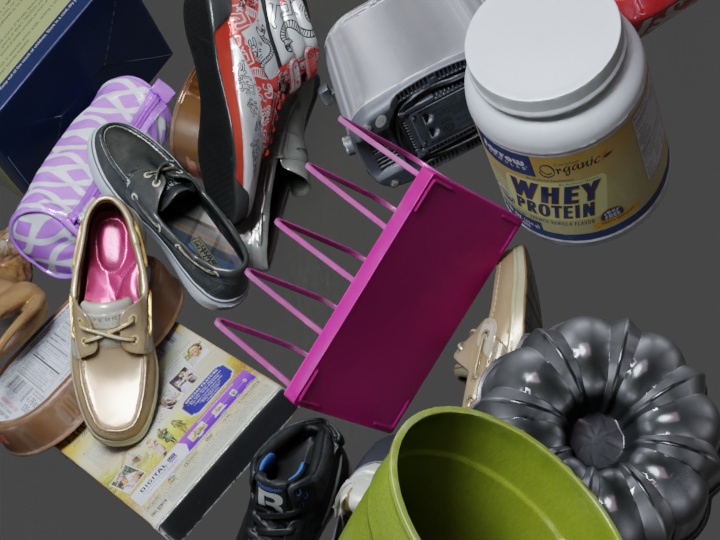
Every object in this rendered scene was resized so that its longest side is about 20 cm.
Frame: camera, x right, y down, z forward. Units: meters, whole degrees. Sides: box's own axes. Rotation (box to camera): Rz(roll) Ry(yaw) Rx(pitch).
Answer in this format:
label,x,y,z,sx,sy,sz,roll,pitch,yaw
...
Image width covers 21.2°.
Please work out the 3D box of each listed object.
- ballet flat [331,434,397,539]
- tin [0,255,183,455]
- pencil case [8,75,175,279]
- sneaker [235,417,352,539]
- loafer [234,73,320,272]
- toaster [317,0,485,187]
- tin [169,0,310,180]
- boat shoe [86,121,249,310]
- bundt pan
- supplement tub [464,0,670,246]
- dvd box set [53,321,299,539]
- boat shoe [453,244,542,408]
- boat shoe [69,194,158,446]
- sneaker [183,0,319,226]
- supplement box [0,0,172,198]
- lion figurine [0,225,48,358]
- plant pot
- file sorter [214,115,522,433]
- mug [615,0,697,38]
label,x,y,z,sx,sy,sz,roll,pitch,yaw
ballet flat,0.006,0.205,1.453,0.072,0.073,0.201,5,61,21
tin,-0.232,0.068,1.606,0.200,0.042,0.112,-47,36,-12
pencil case,-0.232,-0.084,1.674,0.085,0.084,0.201,-39,20,45
sneaker,-0.073,0.200,1.451,0.073,0.112,0.201,17,66,18
loafer,-0.071,-0.087,1.664,0.069,0.070,0.201,15,71,18
toaster,0.063,-0.174,1.641,0.199,0.114,0.130,-27,52,3
tin,-0.103,-0.168,1.696,0.042,0.112,0.201,21,68,18
boat shoe,-0.154,-0.056,1.592,0.068,0.057,0.200,-31,71,-29
bundt pan,0.173,0.121,1.403,0.200,0.076,0.204,0,70,0
supplement tub,0.163,-0.126,1.522,0.143,0.200,0.145,-9,57,14
dvd box set,-0.151,0.123,1.533,0.146,0.029,0.200,-48,35,-13
boat shoe,0.103,0.071,1.500,0.064,0.071,0.201,-2,60,17
boat shoe,-0.200,0.036,1.520,0.073,0.069,0.202,-6,73,0
sneaker,-0.081,-0.143,1.613,0.067,0.107,0.203,-7,91,57
supplement box,-0.323,-0.202,1.776,0.199,0.135,0.200,27,71,30
lion figurine,-0.307,0.029,1.641,0.122,0.073,0.200,-40,35,-15
plant pot,0.052,0.232,1.302,0.193,0.199,0.201,-51,48,31
file sorter,0.000,0.000,1.502,0.125,0.139,0.201,36,98,36
mug,0.247,-0.253,1.619,0.199,0.134,0.178,-30,49,-6
